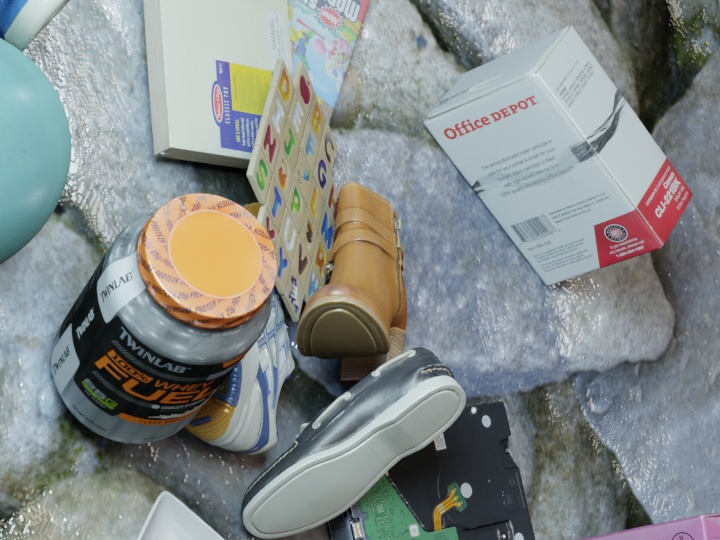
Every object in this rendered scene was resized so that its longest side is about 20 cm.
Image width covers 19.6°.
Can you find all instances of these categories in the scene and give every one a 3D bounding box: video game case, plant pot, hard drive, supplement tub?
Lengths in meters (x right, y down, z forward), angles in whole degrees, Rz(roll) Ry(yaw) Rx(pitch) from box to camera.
[{"bbox_3d":[-0.063,-0.216,1.772,0.143,0.017,0.200,35,56,-29],"label":"video game case"},{"bbox_3d":[-0.293,-0.079,1.410,0.161,0.200,0.201,-20,90,-57],"label":"plant pot"},{"bbox_3d":[0.055,0.190,1.732,0.200,0.038,0.140,-8,81,-44],"label":"hard drive"},{"bbox_3d":[-0.138,0.033,1.483,0.122,0.200,0.123,11,59,-19],"label":"supplement tub"}]

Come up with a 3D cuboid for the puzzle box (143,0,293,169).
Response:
[{"bbox_3d":[-0.114,-0.182,1.685,0.133,0.025,0.200,8,72,-41],"label":"puzzle box"}]

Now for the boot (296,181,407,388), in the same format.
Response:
[{"bbox_3d":[0.000,0.000,1.671,0.200,0.077,0.155,46,43,-64],"label":"boot"}]

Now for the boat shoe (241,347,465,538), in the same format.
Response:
[{"bbox_3d":[-0.013,0.133,1.630,0.060,0.200,0.074,54,2,43],"label":"boat shoe"}]

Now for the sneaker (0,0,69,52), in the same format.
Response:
[{"bbox_3d":[-0.264,-0.220,1.490,0.111,0.200,0.077,43,90,-16],"label":"sneaker"}]

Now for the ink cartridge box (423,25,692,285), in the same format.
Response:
[{"bbox_3d":[0.176,-0.101,1.860,0.200,0.144,0.084,51,48,-18],"label":"ink cartridge box"}]

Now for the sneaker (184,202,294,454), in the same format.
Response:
[{"bbox_3d":[-0.091,0.048,1.637,0.088,0.075,0.200,35,58,-47],"label":"sneaker"}]

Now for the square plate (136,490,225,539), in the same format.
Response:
[{"bbox_3d":[-0.125,0.300,1.542,0.198,0.028,0.200,44,52,-22],"label":"square plate"}]

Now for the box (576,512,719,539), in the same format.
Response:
[{"bbox_3d":[0.270,0.318,1.787,0.097,0.176,0.200,3,75,-41],"label":"box"}]

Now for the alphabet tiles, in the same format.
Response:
[{"bbox_3d":[-0.050,-0.065,1.670,0.167,0.006,0.200,67,25,-43],"label":"alphabet tiles"}]
